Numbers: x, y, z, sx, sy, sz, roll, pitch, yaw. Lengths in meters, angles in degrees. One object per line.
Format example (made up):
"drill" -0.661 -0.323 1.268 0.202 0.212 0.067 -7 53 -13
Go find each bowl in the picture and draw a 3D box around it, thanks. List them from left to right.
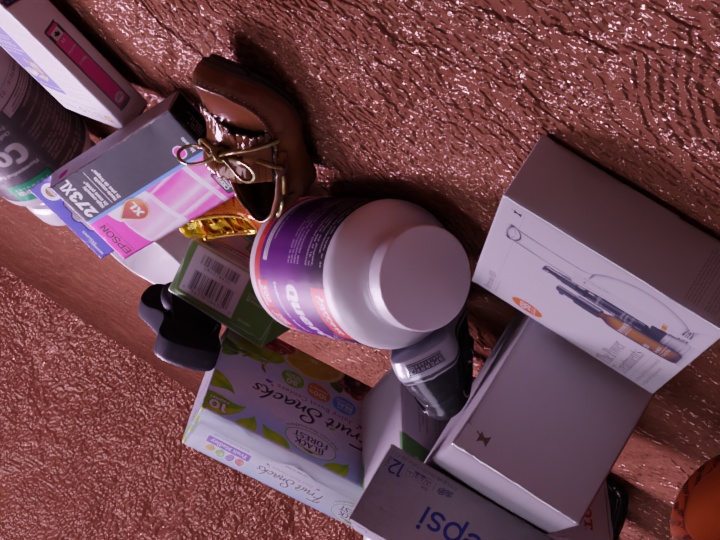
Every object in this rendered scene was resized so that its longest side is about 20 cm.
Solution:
"bowl" -0.212 -0.039 1.597 0.199 0.075 0.200 23 165 35

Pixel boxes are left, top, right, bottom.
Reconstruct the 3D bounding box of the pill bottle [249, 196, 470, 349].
"pill bottle" 0.000 0.000 1.154 0.112 0.113 0.200 39 166 -24

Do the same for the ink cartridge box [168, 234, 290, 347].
"ink cartridge box" -0.091 0.003 1.423 0.104 0.059 0.200 31 -164 10

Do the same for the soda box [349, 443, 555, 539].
"soda box" 0.092 0.215 1.137 0.199 0.068 0.063 29 167 11

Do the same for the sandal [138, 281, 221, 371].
"sandal" -0.156 0.043 1.362 0.076 0.043 0.200 15 -170 -18

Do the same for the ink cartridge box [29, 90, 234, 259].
"ink cartridge box" -0.195 -0.071 1.282 0.200 0.037 0.095 -26 119 35

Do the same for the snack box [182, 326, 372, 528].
"snack box" -0.050 0.140 1.347 0.199 0.053 0.142 27 -147 -10

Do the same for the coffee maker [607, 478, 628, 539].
"coffee maker" 0.201 0.259 1.638 0.192 0.134 0.200 53 173 21

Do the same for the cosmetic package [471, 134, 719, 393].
"cosmetic package" 0.153 0.003 0.946 0.150 0.052 0.200 34 167 8

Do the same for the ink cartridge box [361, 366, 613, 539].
"ink cartridge box" 0.108 0.176 1.295 0.199 0.147 0.084 14 144 -21

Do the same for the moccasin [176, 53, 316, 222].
"moccasin" -0.086 -0.092 1.101 0.073 0.078 0.201 30 166 13

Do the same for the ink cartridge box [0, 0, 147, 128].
"ink cartridge box" -0.267 -0.192 1.231 0.094 0.037 0.200 23 166 40

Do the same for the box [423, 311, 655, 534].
"box" 0.137 0.109 1.136 0.106 0.153 0.200 33 167 3

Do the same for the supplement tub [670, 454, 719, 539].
"supplement tub" 0.340 0.232 1.168 0.200 0.123 0.122 39 166 -26

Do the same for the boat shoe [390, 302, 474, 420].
"boat shoe" 0.059 0.065 1.191 0.057 0.068 0.200 63 -169 -10

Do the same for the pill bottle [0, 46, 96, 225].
"pill bottle" -0.336 -0.135 1.461 0.113 0.113 0.200 23 164 37

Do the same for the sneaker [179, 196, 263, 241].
"sneaker" -0.114 -0.053 1.317 0.200 0.077 0.073 16 158 46
